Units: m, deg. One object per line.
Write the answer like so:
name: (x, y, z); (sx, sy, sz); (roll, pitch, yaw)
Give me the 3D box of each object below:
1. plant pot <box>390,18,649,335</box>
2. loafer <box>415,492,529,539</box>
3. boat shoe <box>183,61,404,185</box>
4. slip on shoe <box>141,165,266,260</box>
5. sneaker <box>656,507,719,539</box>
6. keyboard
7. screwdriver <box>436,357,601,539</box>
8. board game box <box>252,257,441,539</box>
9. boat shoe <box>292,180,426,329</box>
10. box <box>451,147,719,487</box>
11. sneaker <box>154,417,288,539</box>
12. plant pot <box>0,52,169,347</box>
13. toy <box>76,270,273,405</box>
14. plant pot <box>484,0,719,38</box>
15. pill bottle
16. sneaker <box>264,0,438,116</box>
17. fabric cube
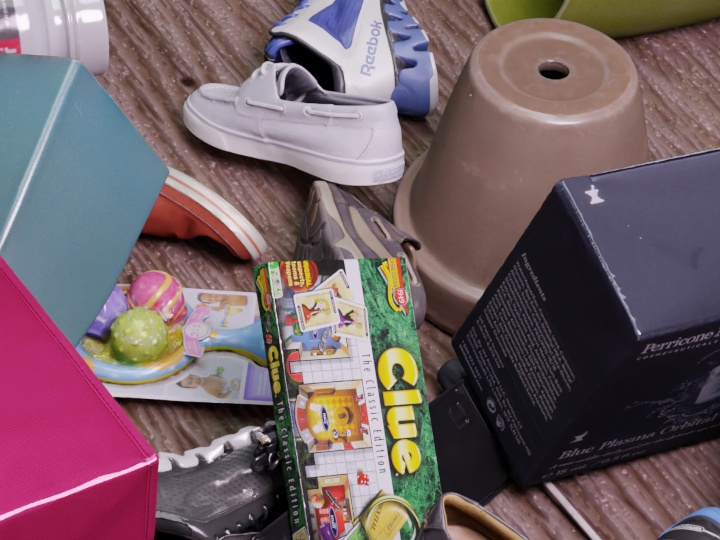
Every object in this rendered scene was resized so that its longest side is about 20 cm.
plant pot: (0.123, -0.071, 1.727); (0.200, 0.175, 0.200); (3, 42, -3)
loafer: (0.107, 0.201, 1.444); (0.200, 0.072, 0.073); (30, 47, 23)
boat shoe: (-0.050, -0.113, 1.798); (0.072, 0.069, 0.200); (-14, 25, -38)
slip on shoe: (-0.157, -0.048, 1.762); (0.200, 0.074, 0.061); (24, 81, 11)
sneaker: (0.227, 0.228, 1.503); (0.083, 0.071, 0.200); (-24, 48, -9)
keyboard: (0.001, 0.127, 1.568); (0.200, 0.021, 0.127); (-34, 99, -37)
screwdriver: (0.112, 0.125, 1.623); (0.028, 0.029, 0.200); (-23, 49, -26)
board game box: (-0.004, 0.091, 1.547); (0.105, 0.023, 0.200); (-3, 79, -37)
boat shoe: (0.000, 0.000, 1.701); (0.073, 0.075, 0.200); (12, 22, -14)
box: (0.191, 0.024, 1.584); (0.197, 0.200, 0.117); (-13, 63, -26)
sneaker: (-0.084, 0.147, 1.557); (0.200, 0.066, 0.091); (-8, 59, -24)
plant pot: (-0.241, -0.019, 1.631); (0.141, 0.141, 0.200); (6, 63, 27)
toy: (-0.134, 0.034, 1.679); (0.200, 0.047, 0.115); (7, 37, -1)
plant pot: (0.220, -0.257, 1.951); (0.200, 0.187, 0.187); (4, 41, -23)
pill bottle: (-0.288, -0.169, 1.837); (0.200, 0.111, 0.111); (-9, 45, -14)
sneaker: (-0.027, -0.185, 1.900); (0.115, 0.081, 0.199); (-10, 47, -18)
fabric cube: (-0.250, 0.146, 1.444); (0.199, 0.200, 0.196); (-22, 48, -28)
